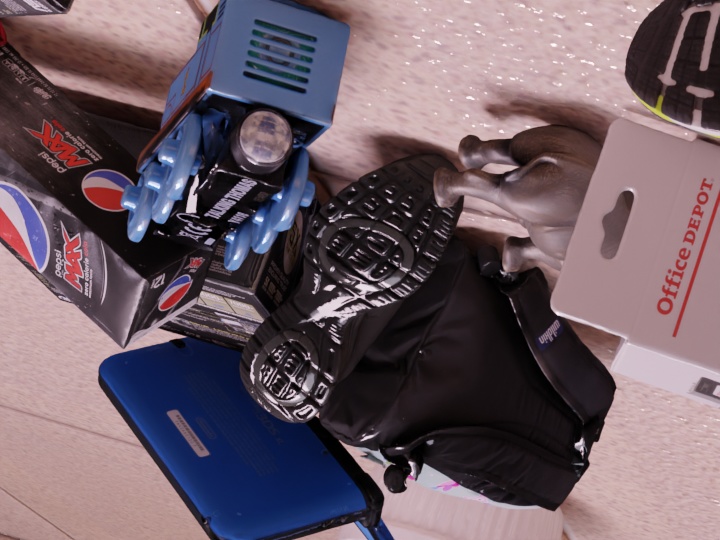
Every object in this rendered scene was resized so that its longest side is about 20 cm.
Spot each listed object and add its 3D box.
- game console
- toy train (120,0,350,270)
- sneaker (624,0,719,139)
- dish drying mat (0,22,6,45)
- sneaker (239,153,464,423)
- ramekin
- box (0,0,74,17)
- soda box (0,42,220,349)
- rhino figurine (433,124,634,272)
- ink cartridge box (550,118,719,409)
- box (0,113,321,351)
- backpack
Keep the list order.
[{"bbox_3d":[-0.067,0.142,1.533,0.170,0.119,0.200,-13,-140,-29],"label":"game console"},{"bbox_3d":[-0.069,-0.072,1.219,0.086,0.115,0.200,17,165,-13],"label":"toy train"},{"bbox_3d":[0.209,-0.070,0.971,0.199,0.074,0.081,15,166,25],"label":"sneaker"},{"bbox_3d":[-0.309,-0.168,1.374,0.199,0.018,0.077,10,162,32],"label":"dish drying mat"},{"bbox_3d":[0.000,0.000,1.358,0.076,0.091,0.200,42,122,4],"label":"sneaker"},{"bbox_3d":[0.088,0.231,2.023,0.199,0.106,0.200,19,163,6],"label":"ramekin"},{"bbox_3d":[-0.237,-0.203,1.051,0.163,0.087,0.200,3,156,45],"label":"box"},{"bbox_3d":[-0.180,-0.049,1.343,0.200,0.071,0.064,41,136,18],"label":"soda box"},{"bbox_3d":[0.122,-0.024,1.241,0.087,0.060,0.200,-2,157,30],"label":"rhino figurine"},{"bbox_3d":[0.203,0.011,1.157,0.199,0.116,0.067,20,165,5],"label":"ink cartridge box"},{"bbox_3d":[-0.123,-0.021,1.468,0.199,0.087,0.164,15,165,19],"label":"box"},{"bbox_3d":[0.074,0.073,1.484,0.200,0.167,0.126,32,180,-43],"label":"backpack"}]
